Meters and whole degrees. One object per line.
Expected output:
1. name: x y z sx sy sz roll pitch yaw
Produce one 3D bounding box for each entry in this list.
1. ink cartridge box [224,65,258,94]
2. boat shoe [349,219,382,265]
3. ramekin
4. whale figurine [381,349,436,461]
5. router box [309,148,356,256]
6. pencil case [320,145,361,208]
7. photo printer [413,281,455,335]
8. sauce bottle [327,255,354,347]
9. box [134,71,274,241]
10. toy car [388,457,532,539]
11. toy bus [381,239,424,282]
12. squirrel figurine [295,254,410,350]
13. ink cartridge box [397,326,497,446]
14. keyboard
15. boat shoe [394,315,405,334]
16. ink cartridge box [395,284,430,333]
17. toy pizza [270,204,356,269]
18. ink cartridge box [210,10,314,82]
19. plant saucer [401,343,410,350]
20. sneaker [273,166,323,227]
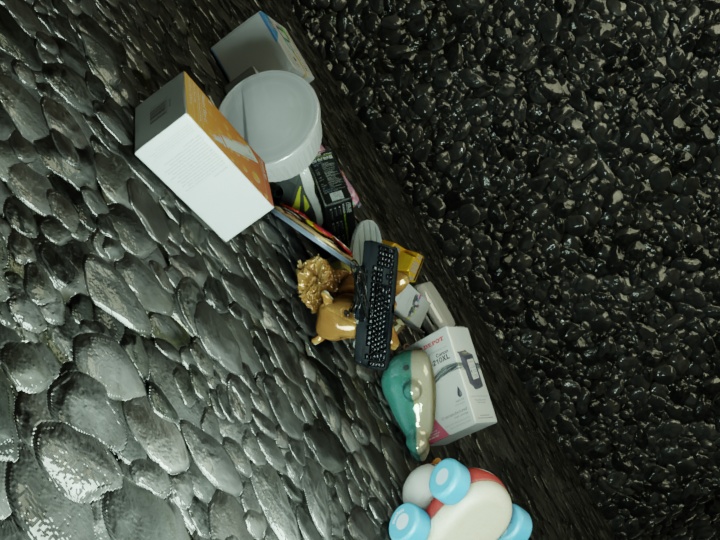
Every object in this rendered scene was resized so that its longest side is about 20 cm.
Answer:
1. ink cartridge box: -0.192 -0.316 1.653 0.200 0.083 0.147 40 22 -56
2. boat shoe: 0.000 0.000 1.582 0.067 0.072 0.205 164 -68 -65
3. ramekin: -0.160 -0.257 1.409 0.205 0.199 0.094 64 1 25
4. whale figurine: 0.090 0.252 1.449 0.160 0.101 0.204 66 22 -63
5. router box: -0.057 -0.129 1.627 0.202 0.061 0.152 83 -13 -52
6. pencil case: -0.083 -0.218 1.855 0.201 0.086 0.088 55 13 -23
7. photo printer: 0.206 0.115 2.236 0.169 0.069 0.200 60 12 6
8. sauce bottle: -0.023 0.060 1.481 0.065 0.064 0.202 44 19 -47
9. box: -0.227 -0.164 1.124 0.200 0.096 0.126 48 16 -40
10. toy car: 0.133 0.354 1.207 0.183 0.178 0.200 38 8 -27
11. toy bus: 0.048 -0.031 1.715 0.078 0.066 0.198 30 -8 -40
12. squirrel figurine: -0.034 0.062 1.326 0.198 0.144 0.185 27 26 25
13. ink cartridge box: 0.171 0.232 1.544 0.083 0.144 0.204 9 58 -46
14. keyboard: 0.026 0.055 1.231 0.103 0.039 0.205 11 79 -40
15. boat shoe: 0.042 0.118 1.613 0.075 0.075 0.202 47 4 5
16. ink cartridge box: 0.081 0.067 1.744 0.114 0.069 0.200 22 -10 32
17. toy pizza: -0.082 -0.069 1.434 0.198 0.032 0.200 34 -1 0
18. ink cartridge box: -0.220 -0.475 1.770 0.148 0.144 0.200 58 12 -1
19. plant saucer: 0.136 0.259 1.701 0.202 0.036 0.201 54 14 -20
20. sneaker: -0.131 -0.152 1.549 0.202 0.083 0.075 76 -8 -45
